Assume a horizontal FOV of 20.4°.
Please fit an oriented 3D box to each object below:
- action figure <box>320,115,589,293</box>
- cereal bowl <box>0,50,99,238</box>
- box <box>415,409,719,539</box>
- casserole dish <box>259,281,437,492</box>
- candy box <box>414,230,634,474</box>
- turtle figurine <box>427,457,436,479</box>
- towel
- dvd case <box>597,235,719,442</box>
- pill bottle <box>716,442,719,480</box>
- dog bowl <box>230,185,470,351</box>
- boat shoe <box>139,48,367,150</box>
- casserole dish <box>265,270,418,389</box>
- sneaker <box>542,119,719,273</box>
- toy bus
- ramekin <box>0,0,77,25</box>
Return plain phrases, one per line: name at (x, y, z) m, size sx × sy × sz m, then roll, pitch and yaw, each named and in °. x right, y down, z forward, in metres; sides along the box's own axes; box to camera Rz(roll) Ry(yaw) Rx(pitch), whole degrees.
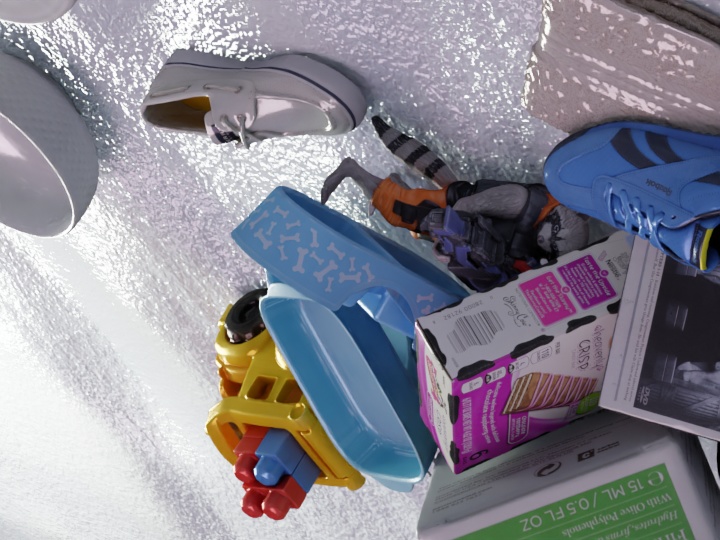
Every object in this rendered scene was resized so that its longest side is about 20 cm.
action figure at (0.073, -0.047, 1.432) m, size 0.193 × 0.105 × 0.200 m, roll 16°, pitch 169°, yaw 20°
cereal bowl at (-0.305, -0.124, 1.724) m, size 0.200 × 0.083 × 0.200 m, roll 25°, pitch 150°, yaw 15°
box at (0.166, 0.201, 1.463) m, size 0.198 × 0.200 × 0.172 m, roll -22°, pitch 99°, yaw 12°
casserole dish at (-0.004, 0.083, 1.556) m, size 0.121 × 0.039 × 0.200 m, roll 1°, pitch 125°, yaw 56°
candy box at (0.141, 0.053, 1.414) m, size 0.061 × 0.199 × 0.137 m, roll 59°, pitch 167°, yaw 31°
turtle figurine at (0.136, 0.113, 1.624) m, size 0.199 × 0.101 × 0.150 m, roll 15°, pitch 106°, yaw 29°
towel at (0.196, -0.108, 1.255) m, size 0.200 × 0.035 × 0.133 m, roll 26°, pitch 143°, yaw 14°
dvd case at (0.265, 0.044, 1.302) m, size 0.199 × 0.151 × 0.025 m, roll 15°, pitch -170°, yaw 24°
pill bottle at (0.311, 0.117, 1.418) m, size 0.115 × 0.116 × 0.200 m, roll 22°, pitch 150°, yaw 21°
dog bowl at (0.000, 0.000, 1.447) m, size 0.200 × 0.050 × 0.111 m, roll 28°, pitch -170°, yaw -34°
boat shoe at (-0.087, -0.121, 1.512) m, size 0.199 × 0.070 × 0.071 m, roll 13°, pitch 146°, yaw 35°
casserole dish at (-0.007, 0.026, 1.616) m, size 0.200 × 0.039 × 0.121 m, roll 43°, pitch 145°, yaw 31°
sneaker at (0.192, -0.042, 1.242) m, size 0.200 × 0.079 × 0.066 m, roll 9°, pitch 140°, yaw 35°
toy bus at (-0.066, 0.127, 1.755) m, size 0.200 × 0.192 × 0.136 m, roll 3°, pitch 141°, yaw 46°
ramekin at (-0.260, -0.278, 1.423) m, size 0.202 × 0.094 × 0.203 m, roll 26°, pitch 151°, yaw 15°
